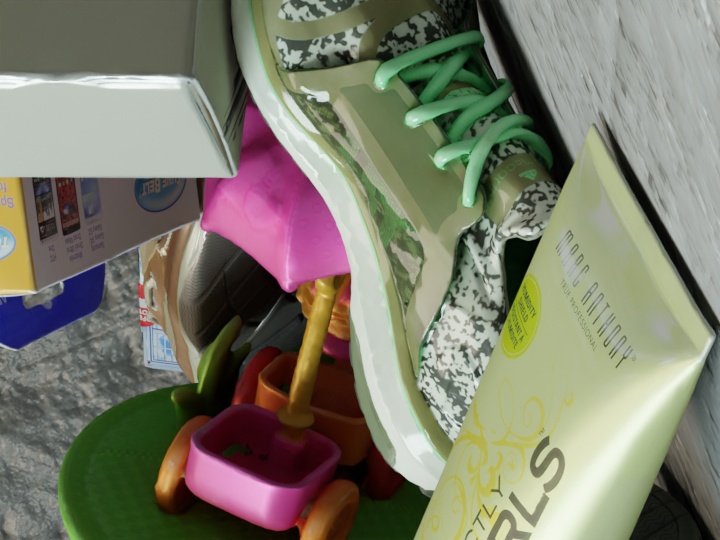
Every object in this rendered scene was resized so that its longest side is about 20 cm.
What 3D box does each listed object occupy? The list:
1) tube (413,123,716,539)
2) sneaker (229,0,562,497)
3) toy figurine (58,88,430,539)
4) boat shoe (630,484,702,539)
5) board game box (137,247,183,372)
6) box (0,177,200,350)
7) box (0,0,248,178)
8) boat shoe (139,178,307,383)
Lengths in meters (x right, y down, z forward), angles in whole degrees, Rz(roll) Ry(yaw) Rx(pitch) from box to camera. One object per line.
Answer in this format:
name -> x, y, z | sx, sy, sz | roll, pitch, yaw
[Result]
tube -> 0.038, 0.065, 0.705 | 0.058, 0.052, 0.200 | 32, 128, 16
sneaker -> 0.031, -0.031, 0.797 | 0.089, 0.077, 0.200 | -2, 112, 55
toy figurine -> 0.000, 0.000, 0.956 | 0.200, 0.150, 0.184 | -41, -29, -55
boat shoe -> 0.078, 0.121, 0.788 | 0.202, 0.074, 0.065 | -128, 19, -59
board game box -> -0.053, -0.065, 1.207 | 0.200, 0.062, 0.200 | 74, -157, -69
box -> -0.101, -0.078, 0.924 | 0.119, 0.041, 0.200 | -30, -67, -63
box -> -0.070, -0.129, 0.838 | 0.068, 0.082, 0.200 | 68, -154, -66
boat shoe -> -0.054, -0.007, 1.073 | 0.072, 0.076, 0.200 | 48, 159, 19
